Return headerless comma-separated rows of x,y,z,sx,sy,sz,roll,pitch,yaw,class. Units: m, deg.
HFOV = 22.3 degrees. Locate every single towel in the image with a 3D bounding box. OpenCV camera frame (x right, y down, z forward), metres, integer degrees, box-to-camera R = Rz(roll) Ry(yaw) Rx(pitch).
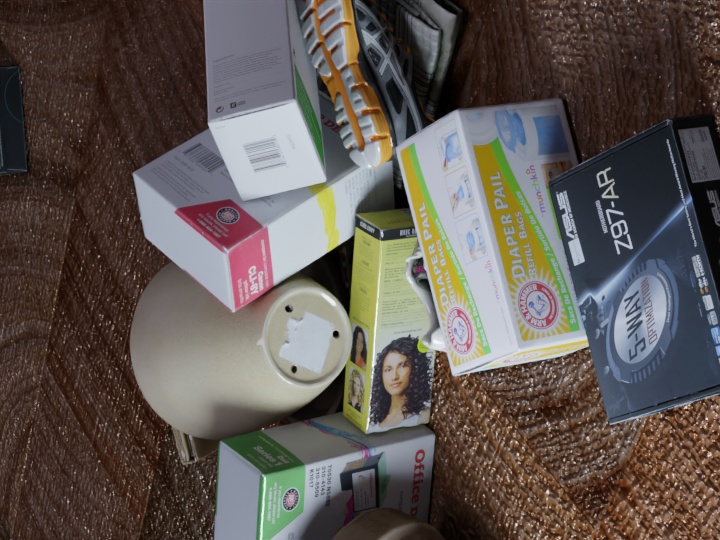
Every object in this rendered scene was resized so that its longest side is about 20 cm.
0.006,-0.203,1.688,0.193,0.034,0.201,45,134,35,towel

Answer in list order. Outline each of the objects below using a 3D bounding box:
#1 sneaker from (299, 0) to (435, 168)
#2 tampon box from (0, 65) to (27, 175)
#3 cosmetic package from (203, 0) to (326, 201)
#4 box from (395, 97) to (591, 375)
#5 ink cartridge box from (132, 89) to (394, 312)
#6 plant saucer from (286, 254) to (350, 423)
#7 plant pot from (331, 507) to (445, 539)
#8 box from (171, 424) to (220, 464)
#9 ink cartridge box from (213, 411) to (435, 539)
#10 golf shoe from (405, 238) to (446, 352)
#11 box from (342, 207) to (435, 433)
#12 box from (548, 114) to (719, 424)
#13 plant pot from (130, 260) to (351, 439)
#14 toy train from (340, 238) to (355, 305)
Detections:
0.006,-0.190,1.615,0.078,0.077,0.202,-25,80,61,sneaker
-0.562,-0.203,2.541,0.199,0.125,0.152,3,99,58,tampon box
-0.088,-0.175,1.630,0.108,0.084,0.201,67,-167,-49,cosmetic package
0.120,-0.026,1.491,0.101,0.112,0.202,-27,76,57,box
-0.085,-0.073,1.679,0.145,0.199,0.084,37,148,35,ink cartridge box
-0.056,0.061,1.876,0.199,0.029,0.202,18,111,56,plant saucer
0.064,0.329,1.621,0.173,0.199,0.203,13,109,37,plant pot
-0.152,0.096,1.887,0.021,0.200,0.165,-13,94,23,box
-0.033,0.219,1.714,0.084,0.198,0.146,28,120,49,ink cartridge box
0.081,-0.027,1.579,0.077,0.087,0.202,-27,73,59,golf shoe
0.031,0.046,1.690,0.050,0.075,0.202,31,124,54,box
0.227,0.002,1.388,0.160,0.043,0.202,-26,75,57,box
-0.094,0.067,1.729,0.199,0.186,0.190,-7,91,60,plant pot
0.000,0.000,1.768,0.046,0.034,0.202,172,90,-69,toy train
